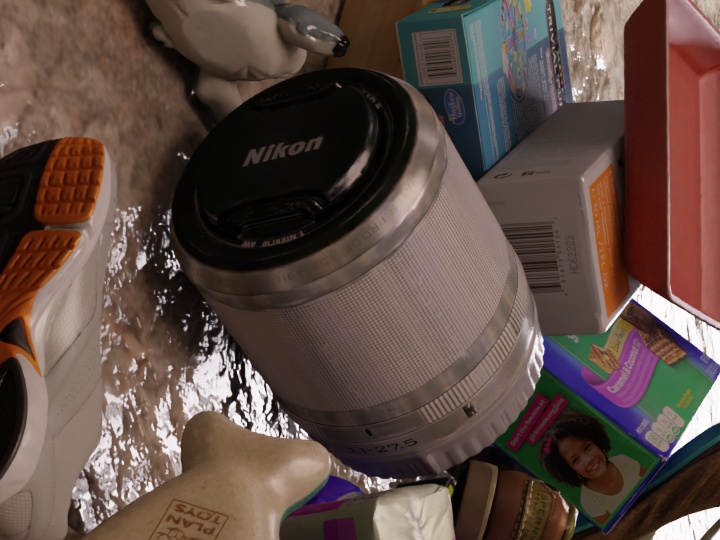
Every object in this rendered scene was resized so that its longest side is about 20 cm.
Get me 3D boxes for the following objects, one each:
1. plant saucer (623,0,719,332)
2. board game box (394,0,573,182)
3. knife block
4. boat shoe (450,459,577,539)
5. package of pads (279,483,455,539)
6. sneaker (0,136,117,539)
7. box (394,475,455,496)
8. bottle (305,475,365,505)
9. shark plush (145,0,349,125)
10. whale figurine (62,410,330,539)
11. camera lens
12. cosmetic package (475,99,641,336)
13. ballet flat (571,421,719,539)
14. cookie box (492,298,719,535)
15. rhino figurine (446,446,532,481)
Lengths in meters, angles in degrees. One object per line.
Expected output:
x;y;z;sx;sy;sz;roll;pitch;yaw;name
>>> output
0.206;-0.065;1.483;0.200;0.037;0.201;24;66;-66;plant saucer
0.087;-0.106;1.495;0.200;0.047;0.151;-37;121;-64;board game box
0.013;-0.119;1.478;0.175;0.064;0.201;-1;82;-67;knife block
0.081;0.152;1.323;0.200;0.068;0.072;97;7;-84;boat shoe
-0.009;0.218;1.186;0.068;0.154;0.201;-6;83;-43;package of pads
-0.149;0.034;1.068;0.092;0.075;0.200;59;38;-52;sneaker
0.044;0.260;1.414;0.194;0.047;0.200;66;28;-22;box
0.038;0.194;1.255;0.065;0.200;0.084;-43;148;-17;bottle
-0.100;-0.156;1.295;0.200;0.091;0.083;25;35;-37;shark plush
-0.081;0.159;1.073;0.104;0.159;0.200;89;20;-45;whale figurine
0.000;0.000;1.284;0.200;0.160;0.160;57;32;-40;camera lens
0.140;-0.036;1.460;0.200;0.071;0.102;-43;126;-62;cosmetic package
0.186;0.176;1.564;0.072;0.200;0.068;59;13;-4;ballet flat
0.121;0.055;1.505;0.200;0.075;0.171;37;27;6;cookie box
0.098;0.175;1.514;0.060;0.087;0.201;-50;126;-60;rhino figurine
